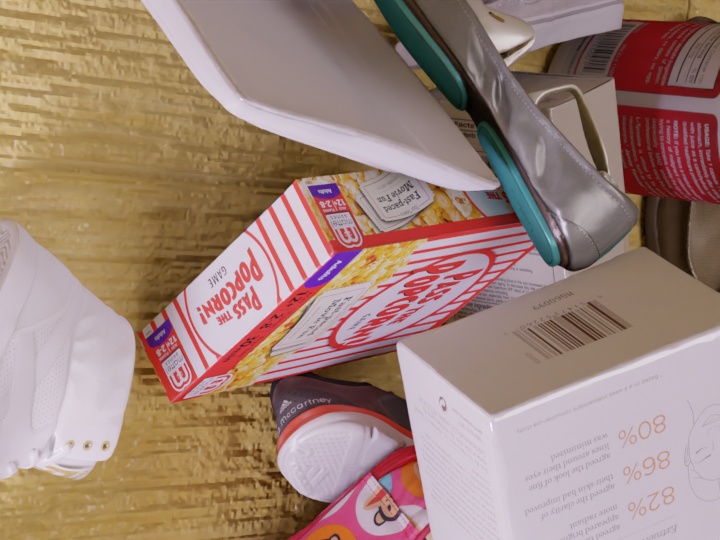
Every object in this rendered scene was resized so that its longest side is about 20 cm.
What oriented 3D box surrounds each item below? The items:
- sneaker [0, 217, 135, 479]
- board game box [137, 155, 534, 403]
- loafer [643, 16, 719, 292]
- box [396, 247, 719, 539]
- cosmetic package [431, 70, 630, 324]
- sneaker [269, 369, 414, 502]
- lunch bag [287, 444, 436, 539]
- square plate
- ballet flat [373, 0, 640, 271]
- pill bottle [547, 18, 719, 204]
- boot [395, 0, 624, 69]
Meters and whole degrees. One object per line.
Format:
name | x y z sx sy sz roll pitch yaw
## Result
sneaker | -0.172 0.090 1.032 0.116 0.073 0.201 41 65 -41
board game box | 0.000 0.000 1.160 0.199 0.151 0.046 -11 67 -47
loafer | 0.243 -0.072 1.482 0.076 0.067 0.202 -10 104 -47
box | 0.120 0.116 1.099 0.151 0.106 0.201 -19 117 -19
cosmetic package | 0.104 -0.015 1.308 0.073 0.103 0.201 -25 116 -45
sneaker | 0.027 0.100 1.251 0.077 0.082 0.200 -44 133 19
lunch bag | 0.019 0.210 1.213 0.200 0.082 0.176 -42 131 2
square plate | -0.043 -0.117 1.083 0.199 0.198 0.028 16 120 -49
ballet flat | 0.077 -0.094 1.132 0.063 0.067 0.201 -33 86 -7
pill bottle | 0.222 -0.098 1.353 0.112 0.199 0.113 -12 106 -47
boot | 0.084 -0.178 1.292 0.199 0.073 0.096 -20 101 -50
